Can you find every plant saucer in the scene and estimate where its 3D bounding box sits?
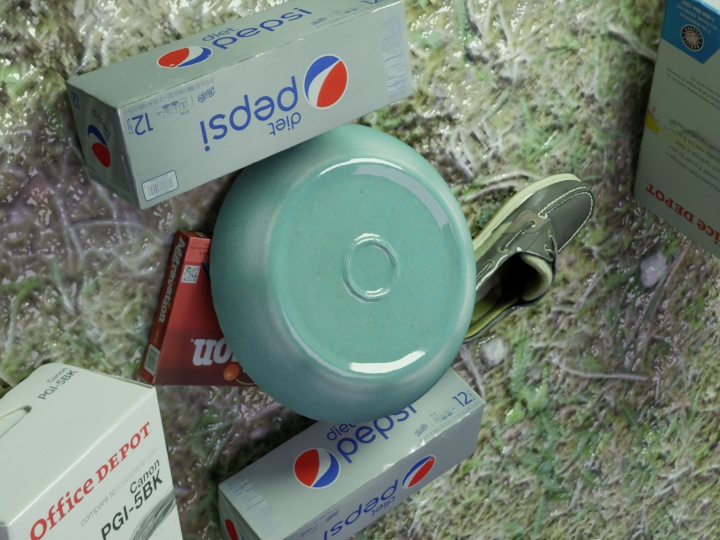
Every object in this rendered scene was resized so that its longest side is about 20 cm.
[{"bbox_3d":[0.000,0.000,0.890,0.199,0.036,0.201,3,84,-27],"label":"plant saucer"}]

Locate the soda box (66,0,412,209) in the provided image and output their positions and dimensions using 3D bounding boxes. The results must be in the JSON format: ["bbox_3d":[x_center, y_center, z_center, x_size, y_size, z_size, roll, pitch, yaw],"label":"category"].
[{"bbox_3d":[-0.068,-0.108,0.810,0.199,0.068,0.064,-27,124,-28],"label":"soda box"}]

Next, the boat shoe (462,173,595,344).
[{"bbox_3d":[0.115,-0.003,1.011,0.201,0.066,0.072,-34,135,-30],"label":"boat shoe"}]

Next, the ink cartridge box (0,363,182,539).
[{"bbox_3d":[-0.180,0.180,0.819,0.147,0.083,0.201,-46,138,-50],"label":"ink cartridge box"}]

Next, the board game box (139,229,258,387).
[{"bbox_3d":[-0.051,0.031,0.933,0.199,0.019,0.103,5,108,-41],"label":"board game box"}]

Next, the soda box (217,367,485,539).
[{"bbox_3d":[-0.005,0.142,0.980,0.200,0.063,0.068,-31,148,-25],"label":"soda box"}]

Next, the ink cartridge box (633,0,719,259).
[{"bbox_3d":[0.323,-0.123,1.054,0.144,0.147,0.201,-24,137,-27],"label":"ink cartridge box"}]
